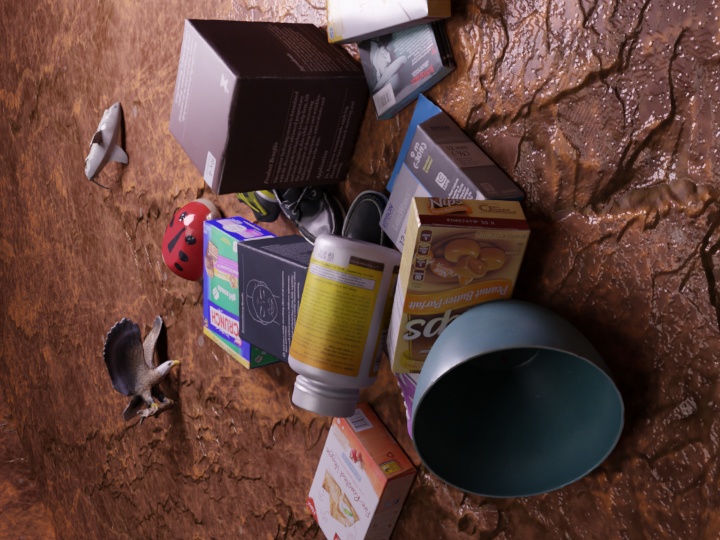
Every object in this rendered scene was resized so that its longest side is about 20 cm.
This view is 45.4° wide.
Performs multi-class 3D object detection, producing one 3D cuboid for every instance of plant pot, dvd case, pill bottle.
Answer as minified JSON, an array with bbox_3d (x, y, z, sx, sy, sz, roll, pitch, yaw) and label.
[{"bbox_3d":[0.147,0.107,0.854,0.135,0.198,0.202,-88,15,-54],"label":"plant pot"},{"bbox_3d":[0.039,-0.304,1.036,0.146,0.022,0.202,-28,73,54],"label":"dvd case"},{"bbox_3d":[-0.021,0.065,1.011,0.109,0.108,0.203,18,96,52],"label":"pill bottle"}]

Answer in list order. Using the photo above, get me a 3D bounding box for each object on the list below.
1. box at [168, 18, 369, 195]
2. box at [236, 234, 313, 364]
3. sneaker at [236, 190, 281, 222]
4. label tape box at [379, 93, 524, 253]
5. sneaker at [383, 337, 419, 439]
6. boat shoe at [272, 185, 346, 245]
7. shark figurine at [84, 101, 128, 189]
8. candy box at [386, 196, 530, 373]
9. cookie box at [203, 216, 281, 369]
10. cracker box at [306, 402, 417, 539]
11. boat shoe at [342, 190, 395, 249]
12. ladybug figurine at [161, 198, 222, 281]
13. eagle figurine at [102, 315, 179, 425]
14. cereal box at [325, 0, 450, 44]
[{"bbox_3d":[-0.122,-0.219,1.134,0.165,0.198,0.167,50,135,37],"label":"box"},{"bbox_3d":[-0.084,0.042,1.220,0.199,0.106,0.150,19,113,52],"label":"box"},{"bbox_3d":[-0.182,-0.151,1.347,0.200,0.074,0.085,51,136,36],"label":"sneaker"},{"bbox_3d":[0.081,-0.088,0.986,0.200,0.066,0.144,52,136,34],"label":"label tape box"},{"bbox_3d":[0.063,0.140,1.062,0.201,0.072,0.115,57,144,34],"label":"sneaker"},{"bbox_3d":[-0.085,-0.108,1.205,0.074,0.066,0.200,-39,54,17],"label":"boat shoe"},{"bbox_3d":[-0.550,-0.242,1.869,0.129,0.089,0.216,-88,23,-53],"label":"shark figurine"},{"bbox_3d":[0.098,0.021,0.909,0.056,0.114,0.202,-97,12,-52],"label":"candy box"},{"bbox_3d":[-0.189,0.033,1.399,0.171,0.075,0.203,26,119,49],"label":"cookie box"},{"bbox_3d":[-0.004,0.306,1.207,0.134,0.057,0.202,48,135,39],"label":"cracker box"},{"bbox_3d":[0.000,0.000,1.091,0.075,0.060,0.203,7,98,13],"label":"boat shoe"},{"bbox_3d":[-0.307,-0.053,1.554,0.200,0.071,0.137,-45,61,50],"label":"ladybug figurine"},{"bbox_3d":[-0.444,0.203,1.776,0.202,0.150,0.152,63,153,7],"label":"eagle figurine"},{"bbox_3d":[0.025,-0.349,0.993,0.199,0.039,0.146,5,101,55],"label":"cereal box"}]
